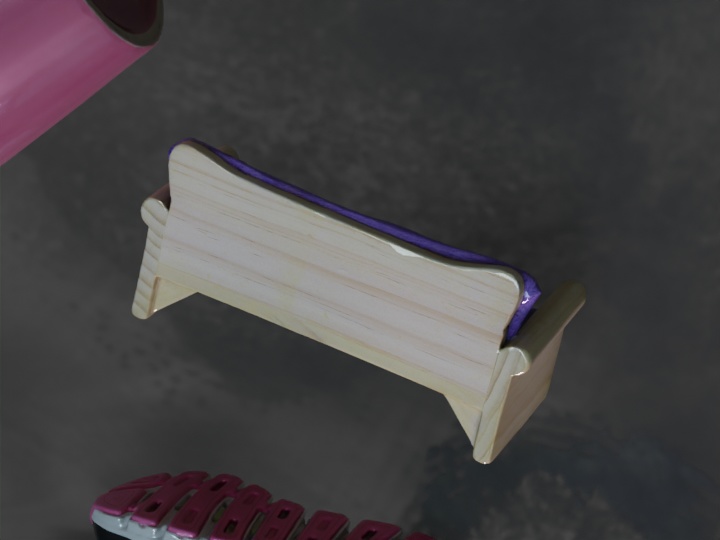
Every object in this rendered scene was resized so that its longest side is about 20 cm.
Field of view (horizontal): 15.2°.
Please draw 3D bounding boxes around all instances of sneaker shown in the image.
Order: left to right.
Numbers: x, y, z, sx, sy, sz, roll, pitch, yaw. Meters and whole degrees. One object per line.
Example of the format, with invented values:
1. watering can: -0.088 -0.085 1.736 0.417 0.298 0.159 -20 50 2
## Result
1. sneaker: -0.048 0.164 1.374 0.199 0.074 0.088 13 114 15

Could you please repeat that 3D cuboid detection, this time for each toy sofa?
1. toy sofa: 0.000 0.000 1.260 0.200 0.083 0.098 21 118 16

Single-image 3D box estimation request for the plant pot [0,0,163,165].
1. plant pot: -0.199 -0.124 1.243 0.179 0.200 0.200 -24 103 18
